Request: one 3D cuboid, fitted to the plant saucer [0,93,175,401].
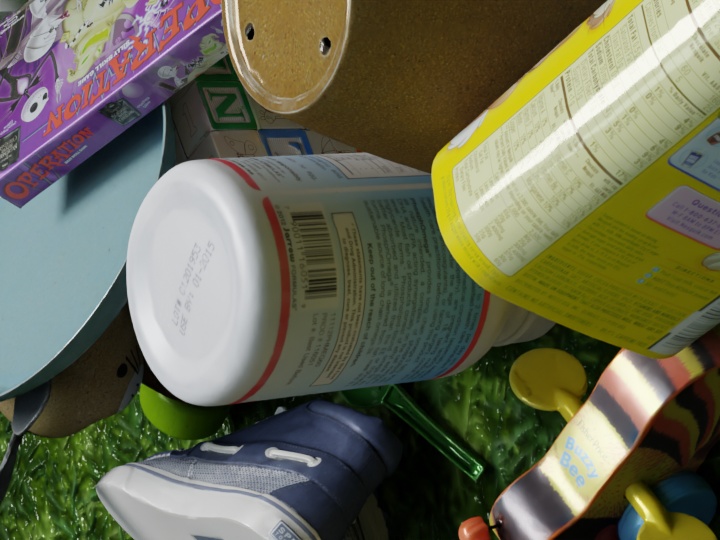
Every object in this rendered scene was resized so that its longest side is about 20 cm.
[{"bbox_3d":[-0.159,-0.019,1.106,0.199,0.027,0.202,-28,46,34],"label":"plant saucer"}]

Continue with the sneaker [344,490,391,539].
[{"bbox_3d":[-0.025,0.163,1.149,0.200,0.085,0.077,52,132,37],"label":"sneaker"}]

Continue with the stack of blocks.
[{"bbox_3d":[-0.057,-0.096,1.141,0.059,0.114,0.201,-42,60,46],"label":"stack of blocks"}]

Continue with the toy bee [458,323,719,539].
[{"bbox_3d":[0.104,0.104,0.954,0.131,0.108,0.202,28,115,47],"label":"toy bee"}]

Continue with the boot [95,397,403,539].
[{"bbox_3d":[-0.058,0.112,1.133,0.199,0.090,0.073,4,134,54],"label":"boot"}]

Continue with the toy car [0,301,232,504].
[{"bbox_3d":[-0.140,0.048,1.167,0.157,0.200,0.165,30,133,3],"label":"toy car"}]

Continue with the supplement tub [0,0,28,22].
[{"bbox_3d":[-0.281,-0.158,1.408,0.200,0.143,0.145,44,127,41],"label":"supplement tub"}]

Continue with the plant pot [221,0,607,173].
[{"bbox_3d":[0.047,-0.116,0.932,0.186,0.199,0.188,6,98,51],"label":"plant pot"}]

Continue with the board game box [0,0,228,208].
[{"bbox_3d":[-0.113,-0.128,1.090,0.199,0.032,0.121,-33,47,30],"label":"board game box"}]

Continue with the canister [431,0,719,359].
[{"bbox_3d":[0.140,-0.058,0.833,0.200,0.148,0.087,-41,41,37],"label":"canister"}]

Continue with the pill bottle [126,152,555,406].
[{"bbox_3d":[0.000,0.000,1.004,0.108,0.199,0.110,7,99,52],"label":"pill bottle"}]

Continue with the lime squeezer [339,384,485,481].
[{"bbox_3d":[-0.021,0.049,1.125,0.199,0.071,0.038,31,119,2],"label":"lime squeezer"}]
